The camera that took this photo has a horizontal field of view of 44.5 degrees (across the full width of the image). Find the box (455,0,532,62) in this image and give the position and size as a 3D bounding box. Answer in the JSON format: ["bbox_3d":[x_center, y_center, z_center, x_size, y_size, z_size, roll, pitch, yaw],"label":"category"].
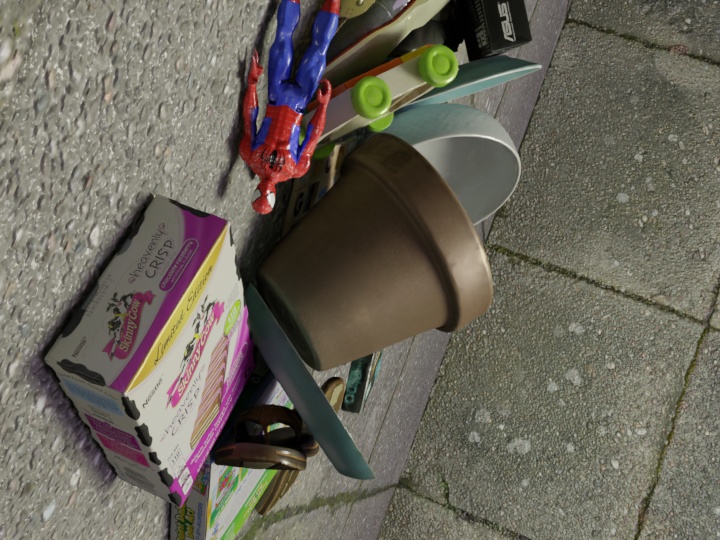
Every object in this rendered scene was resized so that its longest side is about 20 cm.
[{"bbox_3d":[0.116,-0.311,0.873,0.200,0.047,0.197,-86,164,-79],"label":"box"}]

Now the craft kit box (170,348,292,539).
[{"bbox_3d":[-0.123,0.179,0.890,0.200,0.048,0.200,-54,157,-52],"label":"craft kit box"}]

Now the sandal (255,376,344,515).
[{"bbox_3d":[-0.087,0.213,1.094,0.202,0.054,0.080,-59,165,14],"label":"sandal"}]

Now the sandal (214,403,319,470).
[{"bbox_3d":[-0.076,0.146,0.786,0.200,0.080,0.056,26,64,-79],"label":"sandal"}]

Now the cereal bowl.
[{"bbox_3d":[0.077,-0.120,1.003,0.201,0.196,0.084,88,-10,-58],"label":"cereal bowl"}]

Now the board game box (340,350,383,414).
[{"bbox_3d":[0.014,0.078,1.051,0.200,0.028,0.138,-45,148,-81],"label":"board game box"}]

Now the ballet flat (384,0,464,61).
[{"bbox_3d":[0.059,-0.251,0.886,0.200,0.067,0.070,-44,139,-66],"label":"ballet flat"}]

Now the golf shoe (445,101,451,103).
[{"bbox_3d":[0.057,-0.142,1.124,0.202,0.077,0.097,-64,-175,1],"label":"golf shoe"}]

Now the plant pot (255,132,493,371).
[{"bbox_3d":[0.000,0.000,0.829,0.173,0.201,0.201,-32,154,-15],"label":"plant pot"}]

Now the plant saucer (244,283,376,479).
[{"bbox_3d":[-0.052,0.103,0.770,0.027,0.201,0.201,-34,160,-7],"label":"plant saucer"}]

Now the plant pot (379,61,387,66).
[{"bbox_3d":[0.047,-0.271,0.982,0.200,0.027,0.203,20,89,-78],"label":"plant pot"}]

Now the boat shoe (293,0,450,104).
[{"bbox_3d":[0.011,-0.224,0.769,0.200,0.063,0.071,-43,175,-12],"label":"boat shoe"}]

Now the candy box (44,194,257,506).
[{"bbox_3d":[-0.135,0.064,0.624,0.201,0.060,0.138,89,24,-57],"label":"candy box"}]

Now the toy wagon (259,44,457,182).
[{"bbox_3d":[-0.008,-0.136,0.761,0.198,0.040,0.155,-29,-176,-21],"label":"toy wagon"}]

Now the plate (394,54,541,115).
[{"bbox_3d":[0.095,-0.198,0.940,0.200,0.197,0.026,-33,109,-70],"label":"plate"}]

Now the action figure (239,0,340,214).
[{"bbox_3d":[-0.053,-0.141,0.668,0.052,0.064,0.203,-106,-151,-73],"label":"action figure"}]

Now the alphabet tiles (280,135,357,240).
[{"bbox_3d":[-0.045,-0.056,0.953,0.200,0.007,0.170,-40,147,-66],"label":"alphabet tiles"}]
